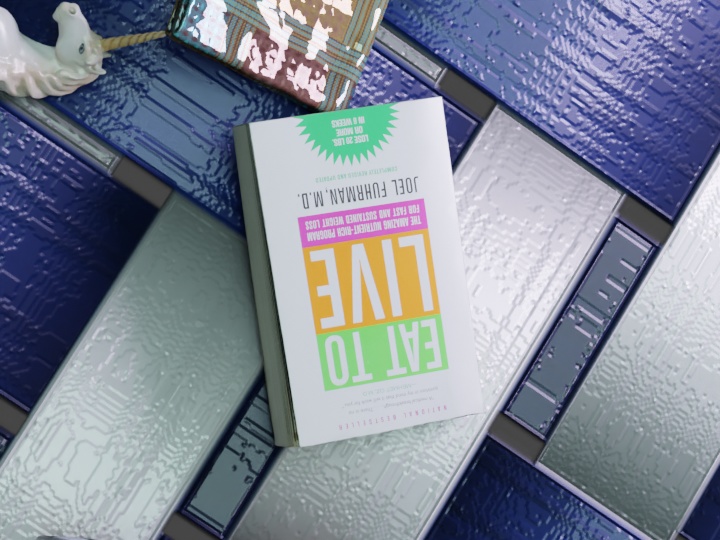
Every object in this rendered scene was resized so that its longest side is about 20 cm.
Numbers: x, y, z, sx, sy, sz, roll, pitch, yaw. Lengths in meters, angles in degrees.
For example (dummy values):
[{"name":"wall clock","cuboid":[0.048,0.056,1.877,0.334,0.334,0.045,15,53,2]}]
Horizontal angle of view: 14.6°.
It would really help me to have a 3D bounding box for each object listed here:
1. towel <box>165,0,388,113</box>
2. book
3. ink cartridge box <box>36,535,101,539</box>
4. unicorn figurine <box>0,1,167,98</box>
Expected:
[{"name":"towel","cuboid":[-0.031,-0.210,1.745,0.146,0.022,0.201,25,79,-33]},{"name":"book","cuboid":[0.000,0.000,1.747,0.133,0.048,0.201,-9,92,-21]},{"name":"ink cartridge box","cuboid":[-0.086,0.208,1.645,0.199,0.176,0.084,8,84,-14]},{"name":"unicorn figurine","cuboid":[-0.240,-0.137,1.683,0.200,0.074,0.138,-41,105,-21]}]
